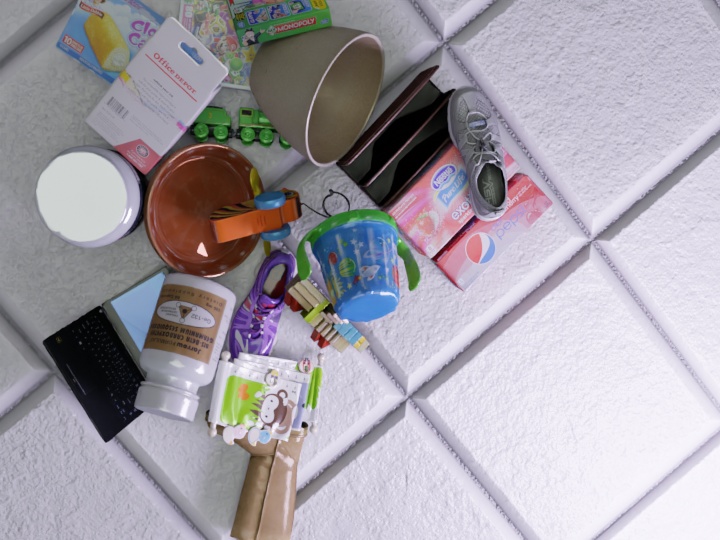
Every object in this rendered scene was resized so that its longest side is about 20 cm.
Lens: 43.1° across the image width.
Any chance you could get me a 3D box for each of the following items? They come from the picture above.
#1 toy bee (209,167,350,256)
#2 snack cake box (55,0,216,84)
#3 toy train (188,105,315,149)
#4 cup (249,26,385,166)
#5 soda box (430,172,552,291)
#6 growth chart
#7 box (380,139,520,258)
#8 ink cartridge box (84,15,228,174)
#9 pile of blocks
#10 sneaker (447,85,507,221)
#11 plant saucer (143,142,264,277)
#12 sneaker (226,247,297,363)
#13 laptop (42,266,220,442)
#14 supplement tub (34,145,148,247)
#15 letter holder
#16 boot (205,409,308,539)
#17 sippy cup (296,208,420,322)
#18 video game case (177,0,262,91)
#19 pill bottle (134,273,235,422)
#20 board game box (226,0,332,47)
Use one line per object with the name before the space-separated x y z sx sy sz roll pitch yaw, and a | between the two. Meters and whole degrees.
toy bee | -0.130 -0.085 1.382 0.198 0.109 0.132 9 108 -16
snack cake box | -0.328 -0.324 1.341 0.199 0.067 0.115 33 109 -6
toy train | -0.163 -0.221 1.402 0.198 0.042 0.057 3 84 -7
cup | -0.077 -0.272 1.328 0.142 0.200 0.202 27 92 20
soda box | 0.207 -0.061 1.447 0.070 0.063 0.200 45 90 -8
growth chart | -0.141 0.194 1.393 0.199 0.018 0.146 8 78 -34
box | 0.136 -0.126 1.416 0.200 0.095 0.103 -44 98 -1
ink cartridge box | -0.280 -0.251 1.290 0.116 0.068 0.200 42 109 -10
pile of blocks | -0.053 0.085 1.394 0.062 0.082 0.200 -45 128 -2
sneaker | 0.183 -0.172 1.327 0.074 0.082 0.202 -18 96 -5
plant saucer | -0.233 -0.091 1.371 0.199 0.032 0.202 -9 105 -35
sneaker | -0.154 0.061 1.407 0.080 0.083 0.202 17 94 -8
laptop | -0.340 0.124 1.380 0.103 0.200 0.178 -25 99 33
supplement tub | -0.380 -0.106 1.305 0.139 0.200 0.142 -1 96 -6
letter holder | 0.070 -0.200 1.378 0.101 0.142 0.200 43 89 -8
boot | -0.176 0.328 1.438 0.173 0.066 0.202 12 95 -10
sippy cup | 0.000 0.000 1.342 0.176 0.140 0.131 -12 62 1
video game case | -0.181 -0.350 1.397 0.198 0.018 0.145 7 94 -7
pill bottle | -0.264 0.116 1.354 0.113 0.114 0.202 16 73 -8
board game box | -0.127 -0.400 1.321 0.133 0.201 0.029 -16 136 -5
